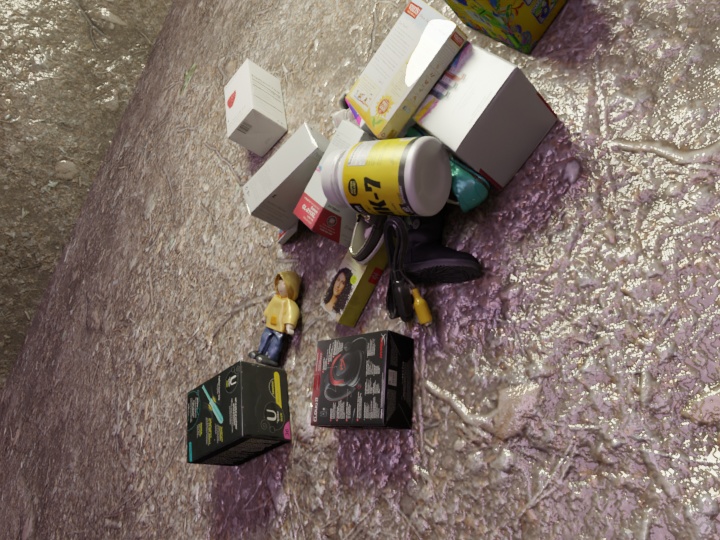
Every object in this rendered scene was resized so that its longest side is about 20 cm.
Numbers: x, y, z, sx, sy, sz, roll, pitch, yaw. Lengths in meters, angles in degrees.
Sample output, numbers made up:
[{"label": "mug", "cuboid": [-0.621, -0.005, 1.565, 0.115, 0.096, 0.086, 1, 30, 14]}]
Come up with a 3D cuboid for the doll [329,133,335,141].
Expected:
[{"label": "doll", "cuboid": [-0.084, -0.210, 1.186, 0.135, 0.048, 0.205, 20, 90, 50]}]

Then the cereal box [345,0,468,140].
[{"label": "cereal box", "cuboid": [0.068, -0.326, 0.866, 0.201, 0.039, 0.145, -50, 44, 20]}]

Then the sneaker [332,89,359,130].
[{"label": "sneaker", "cuboid": [-0.024, -0.285, 1.116, 0.077, 0.098, 0.206, -21, 60, 38]}]

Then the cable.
[{"label": "cable", "cuboid": [0.070, 0.009, 0.872, 0.096, 0.049, 0.206, 11, 115, 60]}]

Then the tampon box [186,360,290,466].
[{"label": "tampon box", "cuboid": [-0.254, 0.301, 1.101, 0.198, 0.125, 0.154, -31, 54, 33]}]

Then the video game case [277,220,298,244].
[{"label": "video game case", "cuboid": [-0.152, -0.173, 1.226, 0.143, 0.017, 0.206, 154, 127, -67]}]

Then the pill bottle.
[{"label": "pill bottle", "cuboid": [0.036, -0.147, 0.844, 0.196, 0.113, 0.118, 7, 79, 42]}]

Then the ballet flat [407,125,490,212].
[{"label": "ballet flat", "cuboid": [0.123, -0.165, 0.873, 0.070, 0.067, 0.200, -45, 57, 4]}]

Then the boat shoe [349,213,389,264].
[{"label": "boat shoe", "cuboid": [0.023, -0.114, 0.955, 0.071, 0.060, 0.207, 18, 84, 47]}]

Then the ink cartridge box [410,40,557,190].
[{"label": "ink cartridge box", "cuboid": [0.179, -0.262, 0.859, 0.146, 0.143, 0.201, -52, 44, 16]}]

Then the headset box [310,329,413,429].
[{"label": "headset box", "cuboid": [-0.006, 0.195, 0.921, 0.197, 0.074, 0.153, -16, 63, 42]}]

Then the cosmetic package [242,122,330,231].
[{"label": "cosmetic package", "cuboid": [-0.133, -0.186, 1.085, 0.199, 0.112, 0.083, -39, 55, 22]}]

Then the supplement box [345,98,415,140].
[{"label": "supplement box", "cuboid": [0.078, -0.352, 1.008, 0.200, 0.102, 0.103, -47, 47, 24]}]

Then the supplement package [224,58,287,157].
[{"label": "supplement package", "cuboid": [-0.286, -0.439, 1.439, 0.120, 0.118, 0.205, -36, 51, 31]}]

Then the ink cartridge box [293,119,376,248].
[{"label": "ink cartridge box", "cuboid": [-0.015, -0.158, 1.021, 0.083, 0.144, 0.203, 40, 104, 46]}]

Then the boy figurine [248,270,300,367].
[{"label": "boy figurine", "cuboid": [-0.174, 0.102, 1.146, 0.123, 0.063, 0.206, 20, 92, 51]}]

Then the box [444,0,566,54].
[{"label": "box", "cuboid": [0.212, -0.496, 0.884, 0.123, 0.190, 0.201, -52, 45, 16]}]

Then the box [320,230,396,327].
[{"label": "box", "cuboid": [0.000, 0.000, 1.013, 0.075, 0.049, 0.204, 34, 99, 47]}]

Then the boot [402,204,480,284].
[{"label": "boot", "cuboid": [0.136, -0.085, 0.902, 0.161, 0.065, 0.206, -4, 64, 37]}]
